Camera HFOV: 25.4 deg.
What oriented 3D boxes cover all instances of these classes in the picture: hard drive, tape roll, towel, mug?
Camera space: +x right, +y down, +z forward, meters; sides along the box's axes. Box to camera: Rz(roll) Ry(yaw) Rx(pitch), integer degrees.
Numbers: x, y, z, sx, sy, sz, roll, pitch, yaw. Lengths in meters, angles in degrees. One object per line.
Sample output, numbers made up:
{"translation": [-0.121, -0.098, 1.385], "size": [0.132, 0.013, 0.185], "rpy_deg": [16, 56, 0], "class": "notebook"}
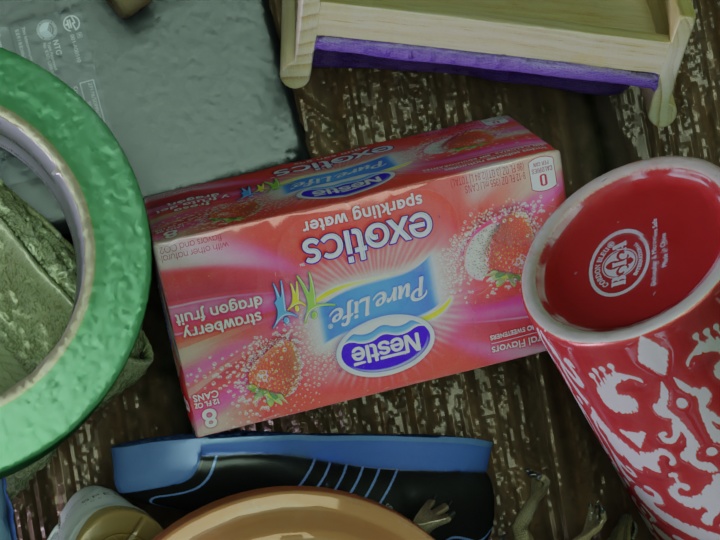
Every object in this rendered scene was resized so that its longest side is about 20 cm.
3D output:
{"translation": [-0.137, -0.094, 0.826], "size": [0.198, 0.033, 0.141], "rpy_deg": [-15, 88, -6], "class": "hard drive"}
{"translation": [-0.194, -0.003, 0.715], "size": [0.198, 0.048, 0.203], "rpy_deg": [3, 77, -14], "class": "tape roll"}
{"translation": [-0.211, 0.015, 0.784], "size": [0.200, 0.037, 0.148], "rpy_deg": [46, 108, -3], "class": "towel"}
{"translation": [0.155, 0.044, 0.764], "size": [0.133, 0.178, 0.200], "rpy_deg": [-38, 127, 0], "class": "mug"}

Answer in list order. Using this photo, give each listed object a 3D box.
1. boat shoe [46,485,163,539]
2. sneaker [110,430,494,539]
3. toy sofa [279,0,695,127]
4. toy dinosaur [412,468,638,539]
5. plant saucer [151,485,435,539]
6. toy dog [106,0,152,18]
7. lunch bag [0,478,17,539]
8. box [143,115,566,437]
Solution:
{"translation": [-0.151, 0.203, 0.789], "size": [0.070, 0.069, 0.202], "rpy_deg": [22, 92, -30], "class": "boat shoe"}
{"translation": [-0.026, 0.120, 0.796], "size": [0.198, 0.070, 0.079], "rpy_deg": [3, 85, -14], "class": "sneaker"}
{"translation": [0.059, -0.117, 0.800], "size": [0.197, 0.083, 0.098], "rpy_deg": [5, 130, -7], "class": "toy sofa"}
{"translation": [0.058, 0.161, 0.776], "size": [0.198, 0.058, 0.102], "rpy_deg": [-22, 126, -13], "class": "toy dinosaur"}
{"translation": [-0.029, 0.198, 0.705], "size": [0.198, 0.032, 0.203], "rpy_deg": [0, 90, -10], "class": "plant saucer"}
{"translation": [-0.129, -0.220, 0.783], "size": [0.199, 0.096, 0.132], "rpy_deg": [35, 74, 9], "class": "toy dog"}
{"translation": [-0.238, 0.151, 0.715], "size": [0.198, 0.094, 0.152], "rpy_deg": [-4, 58, -19], "class": "lunch bag"}
{"translation": [0.000, 0.000, 0.790], "size": [0.198, 0.095, 0.104], "rpy_deg": [-13, 108, -7], "class": "box"}
